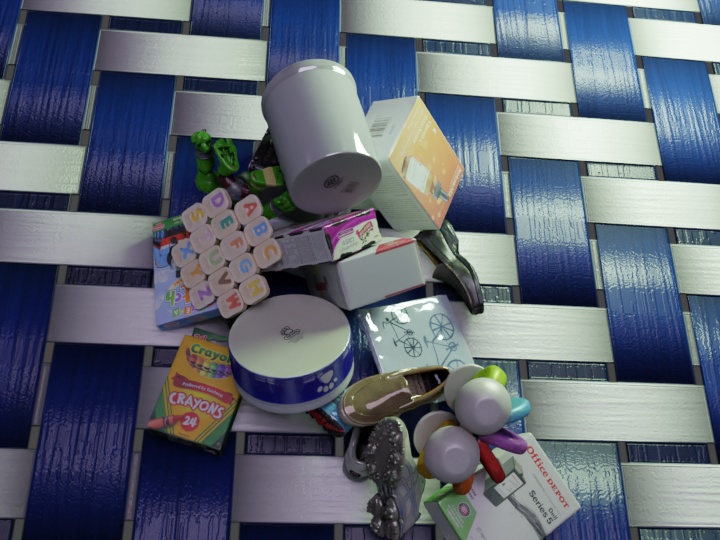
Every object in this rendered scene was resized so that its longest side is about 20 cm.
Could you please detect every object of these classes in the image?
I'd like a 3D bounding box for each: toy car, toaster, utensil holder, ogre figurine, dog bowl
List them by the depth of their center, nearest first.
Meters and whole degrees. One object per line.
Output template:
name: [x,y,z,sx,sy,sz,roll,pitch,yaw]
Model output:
toy car: [0.179,0.247,1.230,0.150,0.175,0.200,33,90,-4]
dog bowl: [-0.111,0.130,1.307,0.199,0.079,0.201,-1,38,1]
utensil holder: [-0.066,-0.220,1.354,0.169,0.170,0.201,-10,59,-12]
ogre figurine: [-0.211,-0.146,1.384,0.199,0.120,0.099,20,53,-18]
toaster: [-0.094,-0.194,1.508,0.199,0.119,0.181,18,56,2]

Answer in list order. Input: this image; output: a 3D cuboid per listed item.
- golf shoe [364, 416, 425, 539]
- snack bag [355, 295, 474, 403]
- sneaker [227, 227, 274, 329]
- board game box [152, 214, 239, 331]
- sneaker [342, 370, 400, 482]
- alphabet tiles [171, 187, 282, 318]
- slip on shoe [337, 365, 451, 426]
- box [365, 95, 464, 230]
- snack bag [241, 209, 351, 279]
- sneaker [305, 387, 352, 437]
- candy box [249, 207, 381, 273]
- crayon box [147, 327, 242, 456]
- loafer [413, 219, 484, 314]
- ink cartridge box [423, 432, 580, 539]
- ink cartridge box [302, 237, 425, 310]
golf shoe: [0.061,0.321,1.288,0.097,0.078,0.201,-10,107,-46]
snack bag: [0.102,0.141,1.407,0.199,0.021,0.189,-8,66,-30]
sneaker: [-0.206,0.017,1.440,0.082,0.073,0.201,6,72,21]
board game box: [-0.290,-0.009,1.424,0.151,0.037,0.201,-16,66,15]
sneaker: [0.029,0.247,1.349,0.074,0.089,0.201,17,62,3]
alphabet tiles: [-0.225,-0.028,1.338,0.195,0.015,0.201,-29,78,22]
slip on shoe: [0.058,0.194,1.292,0.199,0.061,0.076,-8,68,-28]
box: [0.084,-0.192,1.491,0.106,0.200,0.153,1,56,39]
snack bag: [-0.119,-0.087,1.524,0.188,0.021,0.201,20,64,3]
sneaker: [-0.065,0.192,1.352,0.095,0.080,0.200,-35,54,-24]
candy box: [-0.084,-0.047,1.354,0.136,0.199,0.061,-25,103,-49]
crayon box: [-0.258,0.192,1.357,0.126,0.051,0.201,16,63,1]
loafer: [0.165,0.002,1.495,0.072,0.073,0.201,-21,59,-8]
ink cartridge box: [0.226,0.376,1.302,0.200,0.084,0.146,-31,82,-20]
ink cartridge box: [0.000,0.000,1.391,0.145,0.200,0.084,-19,100,-19]
